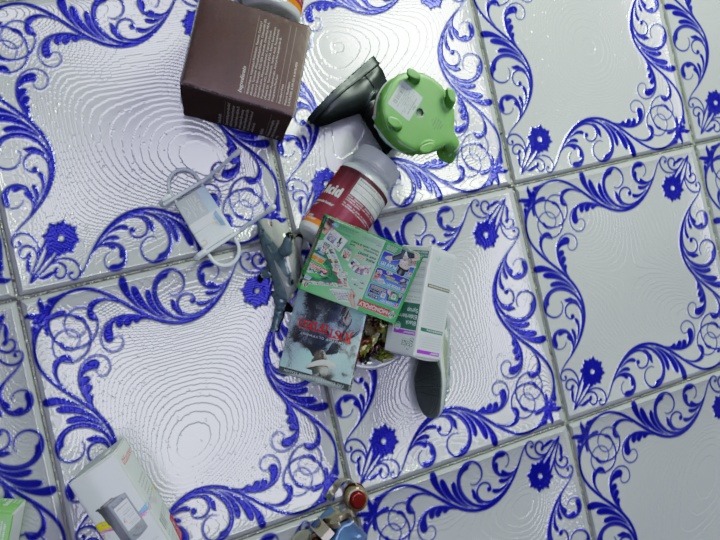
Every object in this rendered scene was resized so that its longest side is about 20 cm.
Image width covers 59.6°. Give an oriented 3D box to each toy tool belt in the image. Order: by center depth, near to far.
[{"bbox_3d":[-0.043,0.483,1.123,0.125,0.123,0.201,42,77,-9],"label":"toy tool belt"}]

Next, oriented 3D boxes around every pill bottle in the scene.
[{"bbox_3d":[-0.148,-0.570,1.176,0.107,0.109,0.206,11,83,-14],"label":"pill bottle"},{"bbox_3d":[-0.018,-0.127,1.178,0.113,0.114,0.202,37,78,-9],"label":"pill bottle"}]

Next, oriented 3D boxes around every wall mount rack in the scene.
[{"bbox_3d":[-0.258,-0.115,1.132,0.172,0.074,0.203,-34,96,-15],"label":"wall mount rack"}]

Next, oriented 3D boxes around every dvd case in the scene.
[{"bbox_3d":[-0.063,0.108,1.172,0.142,0.022,0.206,13,84,9],"label":"dvd case"}]

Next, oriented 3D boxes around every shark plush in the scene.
[{"bbox_3d":[-0.154,0.007,1.176,0.081,0.091,0.206,1,103,8],"label":"shark plush"}]

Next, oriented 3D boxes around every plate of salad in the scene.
[{"bbox_3d":[0.022,0.088,1.208,0.194,0.048,0.206,1,86,-16],"label":"plate of salad"}]

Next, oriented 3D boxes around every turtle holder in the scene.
[{"bbox_3d":[0.107,-0.280,1.152,0.180,0.131,0.145,3,92,-19],"label":"turtle holder"}]

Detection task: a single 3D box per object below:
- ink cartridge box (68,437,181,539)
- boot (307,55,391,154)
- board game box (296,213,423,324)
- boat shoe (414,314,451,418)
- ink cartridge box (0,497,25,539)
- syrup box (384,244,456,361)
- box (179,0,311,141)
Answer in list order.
[{"bbox_3d":[-0.376,0.393,1.027,0.085,0.147,0.203,-33,94,-16],"label":"ink cartridge box"},{"bbox_3d":[0.013,-0.299,1.225,0.198,0.073,0.163,-43,103,-12],"label":"boot"},{"bbox_3d":[0.000,0.000,1.119,0.196,0.029,0.137,21,100,-20],"label":"board game box"},{"bbox_3d":[0.149,0.181,1.225,0.064,0.073,0.208,9,75,-41],"label":"boat shoe"},{"bbox_3d":[-0.651,0.436,0.982,0.194,0.084,0.150,10,83,-14],"label":"ink cartridge box"},{"bbox_3d":[0.113,0.062,1.182,0.080,0.078,0.206,16,82,-42],"label":"syrup box"},{"bbox_3d":[-0.205,-0.353,1.116,0.195,0.166,0.169,13,84,-14],"label":"box"}]
